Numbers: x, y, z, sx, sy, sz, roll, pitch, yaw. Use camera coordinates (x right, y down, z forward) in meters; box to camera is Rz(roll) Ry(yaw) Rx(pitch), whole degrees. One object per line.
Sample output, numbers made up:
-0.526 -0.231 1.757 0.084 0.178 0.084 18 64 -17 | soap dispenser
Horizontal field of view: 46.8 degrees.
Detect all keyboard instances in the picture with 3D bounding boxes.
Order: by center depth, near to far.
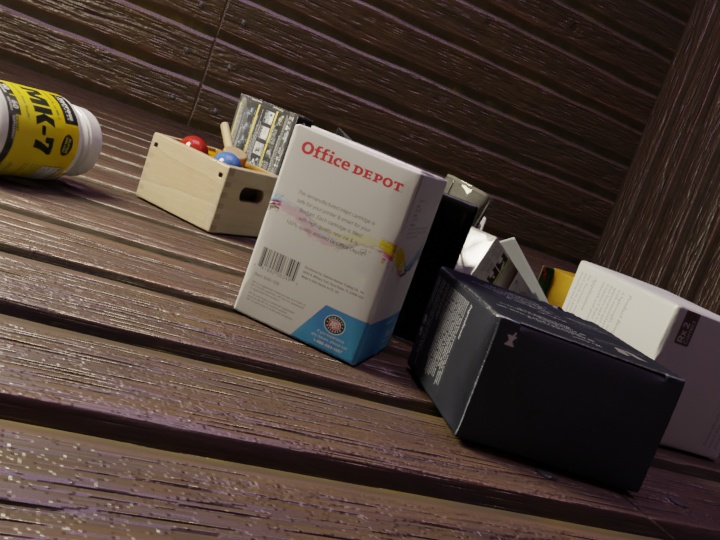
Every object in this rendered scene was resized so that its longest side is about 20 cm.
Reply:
0.260 0.044 1.246 0.011 0.202 0.056 -32 6 -29 | keyboard

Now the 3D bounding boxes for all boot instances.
0.097 -0.056 1.294 0.180 0.203 0.072 27 11 36 | boot

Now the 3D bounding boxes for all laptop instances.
0.024 -0.044 1.035 0.197 0.190 0.116 21 22 3 | laptop

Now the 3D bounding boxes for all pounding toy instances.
-0.226 -0.155 1.320 0.182 0.144 0.199 25 10 25 | pounding toy

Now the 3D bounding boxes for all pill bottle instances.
-0.433 -0.178 1.073 0.113 0.116 0.199 23 10 18 | pill bottle

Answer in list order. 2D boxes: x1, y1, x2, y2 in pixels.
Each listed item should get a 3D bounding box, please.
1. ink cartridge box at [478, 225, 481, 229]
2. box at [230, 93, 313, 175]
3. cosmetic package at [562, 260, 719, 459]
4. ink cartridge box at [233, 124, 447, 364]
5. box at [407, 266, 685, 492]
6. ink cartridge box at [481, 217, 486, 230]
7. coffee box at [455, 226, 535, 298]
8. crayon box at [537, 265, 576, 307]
0.081 -0.049 1.395 0.198 0.148 0.084 26 11 30 | ink cartridge box
-0.177 -0.190 1.460 0.160 0.203 0.049 26 12 37 | box
0.366 0.109 1.063 0.163 0.167 0.200 17 10 -24 | cosmetic package
-0.016 -0.031 0.889 0.145 0.203 0.146 23 9 14 | ink cartridge box
0.169 0.099 0.819 0.193 0.119 0.200 19 8 -13 | box
0.135 -0.076 1.681 0.197 0.148 0.084 21 10 1 | ink cartridge box
0.167 0.018 1.189 0.112 0.080 0.200 27 -13 42 | coffee box
0.349 0.074 1.358 0.198 0.129 0.051 12 12 -40 | crayon box
